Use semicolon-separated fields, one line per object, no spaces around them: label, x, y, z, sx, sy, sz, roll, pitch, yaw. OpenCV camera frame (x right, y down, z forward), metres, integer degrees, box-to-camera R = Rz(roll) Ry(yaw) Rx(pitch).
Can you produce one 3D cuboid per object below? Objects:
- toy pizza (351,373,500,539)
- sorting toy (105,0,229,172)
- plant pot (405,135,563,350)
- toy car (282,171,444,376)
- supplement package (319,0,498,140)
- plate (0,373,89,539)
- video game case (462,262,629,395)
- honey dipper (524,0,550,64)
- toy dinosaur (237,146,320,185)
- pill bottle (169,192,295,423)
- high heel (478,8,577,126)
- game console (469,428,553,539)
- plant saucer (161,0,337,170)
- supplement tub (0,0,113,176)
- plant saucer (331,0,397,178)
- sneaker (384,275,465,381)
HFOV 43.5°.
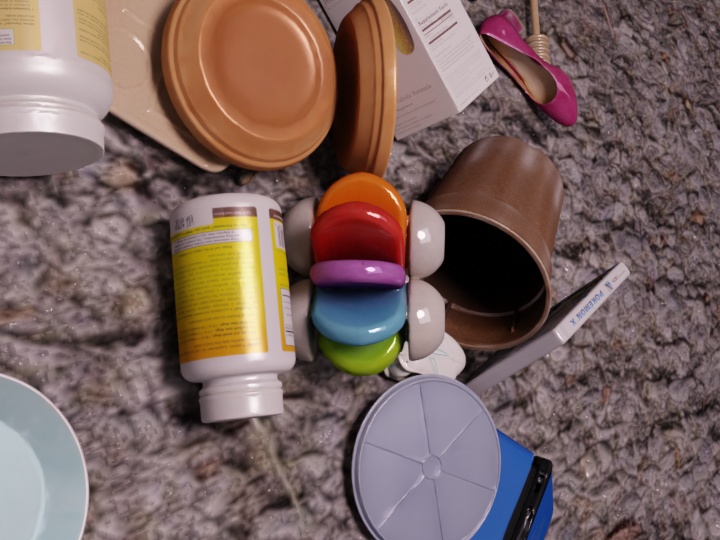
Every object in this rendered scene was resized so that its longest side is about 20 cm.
toy pizza;0.073;0.218;1.012;0.197;0.032;0.204;2;85;-29
sorting toy;-0.198;-0.216;0.893;0.198;0.036;0.188;28;61;-31
plant pot;0.150;-0.045;1.083;0.201;0.199;0.199;52;41;-20
toy car;0.000;0.000;0.906;0.172;0.150;0.204;1;75;3
supplement package;0.059;-0.284;1.096;0.110;0.113;0.202;-44;109;-41
plate;-0.305;0.178;0.693;0.198;0.025;0.204;12;72;-41
video game case;0.217;0.079;1.098;0.022;0.200;0.182;51;47;4
honey dipper;0.263;-0.400;1.378;0.038;0.038;0.203;14;67;-40
toy dinosaur;-0.079;-0.180;0.972;0.088;0.047;0.203;28;70;-56
pill bottle;-0.119;0.037;0.848;0.108;0.108;0.204;2;78;-43
high heel;0.240;-0.280;1.295;0.202;0.067;0.096;57;42;-12
game console;0.151;0.312;1.099;0.201;0.117;0.172;-57;148;-36
plant saucer;-0.099;-0.203;0.898;0.198;0.037;0.204;6;81;-37
supplement tub;-0.277;-0.191;0.729;0.144;0.144;0.204;1;79;-43
plant saucer;-0.002;-0.192;0.977;0.037;0.200;0.204;-1;79;-12
sneaker;0.047;0.072;1.026;0.201;0.070;0.081;51;53;-23
